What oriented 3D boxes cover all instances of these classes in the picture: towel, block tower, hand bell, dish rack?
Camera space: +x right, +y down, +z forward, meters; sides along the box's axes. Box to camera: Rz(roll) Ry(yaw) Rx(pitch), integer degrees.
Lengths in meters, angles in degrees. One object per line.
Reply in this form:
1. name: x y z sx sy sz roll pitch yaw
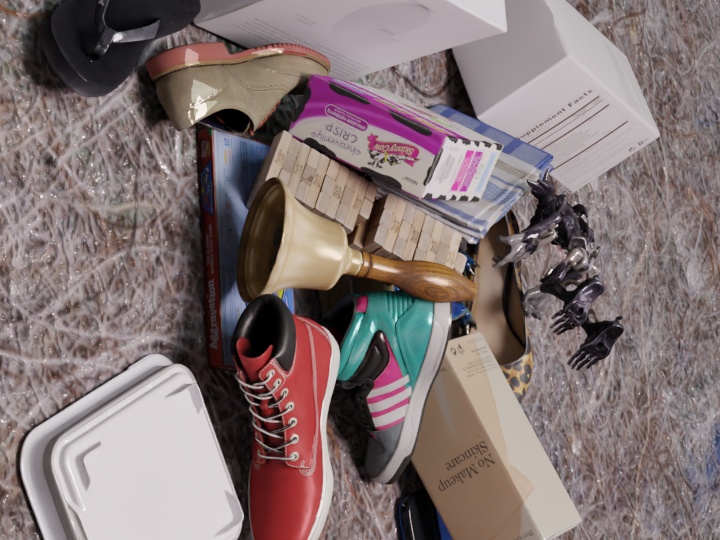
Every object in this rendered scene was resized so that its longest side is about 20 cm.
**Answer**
1. towel: 0.090 -0.096 1.814 0.200 0.146 0.024 -41 153 -53
2. block tower: -0.004 -0.042 1.617 0.199 0.058 0.054 31 57 -21
3. hand bell: 0.007 -0.002 1.562 0.198 0.104 0.105 14 65 -22
4. dish rack: -0.161 0.168 1.428 0.200 0.043 0.173 -33 109 -53

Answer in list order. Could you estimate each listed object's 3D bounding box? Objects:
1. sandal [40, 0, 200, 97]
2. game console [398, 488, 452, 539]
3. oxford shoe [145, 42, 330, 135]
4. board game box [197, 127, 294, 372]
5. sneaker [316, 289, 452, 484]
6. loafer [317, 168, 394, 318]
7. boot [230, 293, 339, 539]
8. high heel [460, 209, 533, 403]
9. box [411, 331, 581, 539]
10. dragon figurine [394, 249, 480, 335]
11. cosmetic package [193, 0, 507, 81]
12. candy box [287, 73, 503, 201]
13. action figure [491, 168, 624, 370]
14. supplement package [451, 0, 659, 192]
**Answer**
1. sandal: -0.186 -0.201 1.483 0.076 0.043 0.200 46 37 -7
2. game console: 0.144 0.278 1.777 0.199 0.117 0.173 -6 85 -57
3. oxford shoe: -0.097 -0.148 1.591 0.199 0.070 0.076 -8 81 -46
4. board game box: -0.095 -0.013 1.599 0.103 0.019 0.202 13 70 -52
5. sneaker: 0.000 0.097 1.647 0.084 0.120 0.201 -93 -164 -58
6. loafer: 0.000 0.000 1.692 0.076 0.067 0.202 -35 109 -54
7. boot: -0.072 0.127 1.504 0.144 0.072 0.202 40 53 -67
8. high heel: 0.130 0.036 1.825 0.143 0.071 0.201 84 4 -54
9. box: 0.107 0.168 1.724 0.078 0.095 0.201 -11 69 -56
10. dragon figurine: 0.063 0.005 1.791 0.099 0.058 0.202 29 59 -49
11. cosmetic package: -0.010 -0.264 1.638 0.199 0.199 0.124 19 63 -52
12. candy box: 0.035 -0.115 1.671 0.061 0.136 0.200 -66 163 10
13. action figure: 0.179 -0.006 1.776 0.119 0.102 0.201 49 18 -38
14. supplement package: 0.202 -0.193 1.975 0.200 0.119 0.122 32 33 -47
